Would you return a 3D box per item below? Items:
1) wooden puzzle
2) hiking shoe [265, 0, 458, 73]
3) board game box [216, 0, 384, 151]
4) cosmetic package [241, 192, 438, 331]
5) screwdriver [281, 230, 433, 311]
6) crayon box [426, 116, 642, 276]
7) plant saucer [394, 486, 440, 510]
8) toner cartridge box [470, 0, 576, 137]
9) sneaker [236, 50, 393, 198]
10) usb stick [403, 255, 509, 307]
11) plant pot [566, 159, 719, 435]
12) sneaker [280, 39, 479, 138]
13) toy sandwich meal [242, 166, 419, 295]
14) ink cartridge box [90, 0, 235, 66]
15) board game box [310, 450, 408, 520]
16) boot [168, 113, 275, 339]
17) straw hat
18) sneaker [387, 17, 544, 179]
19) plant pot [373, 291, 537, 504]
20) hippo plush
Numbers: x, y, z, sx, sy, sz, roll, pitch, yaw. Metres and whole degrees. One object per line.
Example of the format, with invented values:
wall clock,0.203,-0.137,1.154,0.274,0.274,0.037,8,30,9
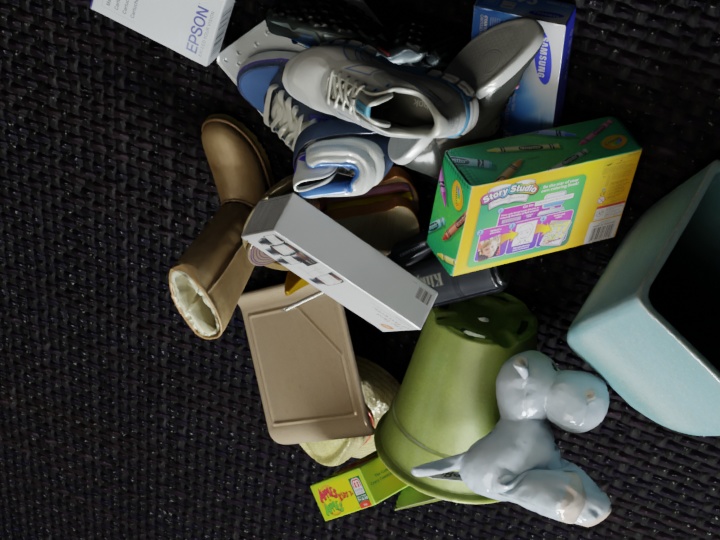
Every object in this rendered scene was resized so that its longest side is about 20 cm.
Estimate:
wooden puzzle,-0.065,0.111,1.774,0.184,0.037,0.202,-13,95,47
hiking shoe,-0.005,-0.212,1.453,0.198,0.075,0.087,18,125,7
board game box,-0.026,-0.200,1.550,0.199,0.026,0.200,-27,111,40
cosmetic package,-0.022,-0.005,1.524,0.199,0.051,0.082,34,163,-23
screwdriver,0.000,0.000,1.596,0.199,0.028,0.029,-21,121,7
crayon box,0.172,-0.075,1.442,0.119,0.199,0.058,99,149,-43
plant saucer,0.134,0.254,1.764,0.199,0.199,0.031,-21,78,38
toner cartridge box,0.156,-0.179,1.459,0.094,0.043,0.201,14,132,15
sneaker,-0.060,-0.144,1.493,0.199,0.147,0.081,21,134,10
usb stick,0.079,0.013,1.591,0.199,0.033,0.056,-15,95,42
plant pot,0.323,0.048,1.467,0.196,0.196,0.200,42,149,-11
sneaker,0.007,-0.166,1.366,0.199,0.087,0.076,14,113,22
toy sandwich meal,-0.029,-0.043,1.597,0.204,0.071,0.206,-15,148,-10
ink cartridge box,-0.214,-0.340,1.505,0.199,0.041,0.200,27,128,5
board game box,0.047,0.232,1.747,0.101,0.199,0.048,-28,86,48
boot,-0.159,-0.053,1.621,0.066,0.200,0.176,-12,121,35
straw hat,-0.032,0.201,1.851,0.200,0.085,0.202,15,132,17
sneaker,0.126,-0.159,1.423,0.099,0.071,0.200,27,123,-33
plant pot,0.124,0.127,1.654,0.199,0.200,0.191,16,121,15
hippo plush,0.185,0.170,1.547,0.199,0.162,0.159,15,175,18
